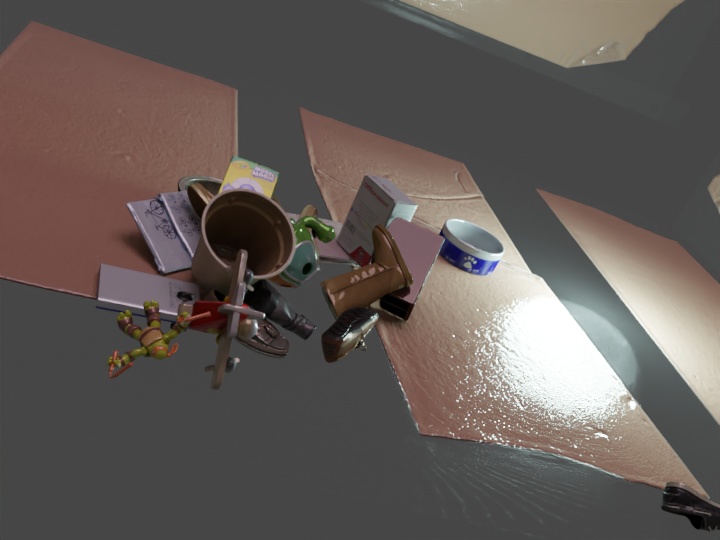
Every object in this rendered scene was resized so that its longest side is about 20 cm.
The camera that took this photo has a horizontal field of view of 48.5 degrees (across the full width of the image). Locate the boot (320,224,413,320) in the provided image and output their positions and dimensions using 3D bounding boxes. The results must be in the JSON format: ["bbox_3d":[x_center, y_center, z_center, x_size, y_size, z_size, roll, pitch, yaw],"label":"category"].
[{"bbox_3d":[0.000,0.000,1.833,0.199,0.066,0.176,-23,68,-14],"label":"boot"}]

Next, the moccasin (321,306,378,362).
[{"bbox_3d":[-0.020,0.137,1.713,0.073,0.078,0.201,15,26,16],"label":"moccasin"}]

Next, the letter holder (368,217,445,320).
[{"bbox_3d":[0.096,-0.008,1.935,0.141,0.101,0.201,25,65,5],"label":"letter holder"}]

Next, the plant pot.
[{"bbox_3d":[-0.260,-0.037,1.653,0.199,0.183,0.202,14,58,-24],"label":"plant pot"}]

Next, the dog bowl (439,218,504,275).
[{"bbox_3d":[0.328,-0.072,2.402,0.199,0.079,0.200,20,26,-10],"label":"dog bowl"}]

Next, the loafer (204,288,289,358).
[{"bbox_3d":[-0.227,0.105,1.591,0.199,0.063,0.072,27,26,6],"label":"loafer"}]

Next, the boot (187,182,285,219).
[{"bbox_3d":[-0.282,-0.152,1.827,0.200,0.073,0.155,44,61,2],"label":"boot"}]

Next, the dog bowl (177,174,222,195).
[{"bbox_3d":[-0.360,-0.154,1.959,0.199,0.074,0.200,20,25,-10],"label":"dog bowl"}]

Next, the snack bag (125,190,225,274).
[{"bbox_3d":[-0.406,-0.090,1.765,0.200,0.021,0.189,-16,74,-54],"label":"snack bag"}]

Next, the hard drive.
[{"bbox_3d":[-0.416,0.049,1.576,0.199,0.025,0.132,14,27,-23],"label":"hard drive"}]

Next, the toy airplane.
[{"bbox_3d":[-0.237,0.087,1.462,0.141,0.200,0.199,25,21,-42],"label":"toy airplane"}]

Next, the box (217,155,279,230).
[{"bbox_3d":[-0.255,-0.172,1.780,0.117,0.048,0.201,19,53,-9],"label":"box"}]

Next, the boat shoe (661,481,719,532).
[{"bbox_3d":[0.715,0.513,1.663,0.199,0.072,0.068,29,61,-7],"label":"boat shoe"}]

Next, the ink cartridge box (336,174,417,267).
[{"bbox_3d":[0.040,-0.120,2.026,0.082,0.201,0.146,4,31,-40],"label":"ink cartridge box"}]

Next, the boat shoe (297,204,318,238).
[{"bbox_3d":[-0.126,-0.079,1.959,0.063,0.073,0.201,5,46,8],"label":"boat shoe"}]

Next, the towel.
[{"bbox_3d":[-0.100,-0.078,2.092,0.190,0.032,0.200,8,31,-33],"label":"towel"}]

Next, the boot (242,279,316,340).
[{"bbox_3d":[-0.171,0.086,1.685,0.131,0.070,0.200,36,4,-23],"label":"boot"}]

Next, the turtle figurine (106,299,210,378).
[{"bbox_3d":[-0.362,0.113,1.412,0.200,0.065,0.161,-35,37,-11],"label":"turtle figurine"}]

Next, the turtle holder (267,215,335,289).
[{"bbox_3d":[-0.154,-0.042,1.833,0.132,0.141,0.186,50,42,-9],"label":"turtle holder"}]
